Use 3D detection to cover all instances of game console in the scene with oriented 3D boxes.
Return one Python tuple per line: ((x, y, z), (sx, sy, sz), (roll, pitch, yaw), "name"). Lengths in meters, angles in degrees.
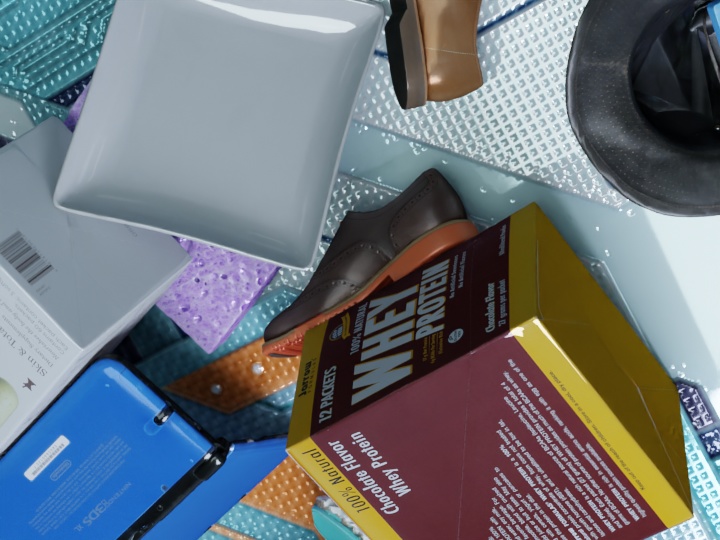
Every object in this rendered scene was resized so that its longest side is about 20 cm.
((-0.174, 0.155, 1.247), (0.171, 0.119, 0.200), (43, 114, -9), "game console")

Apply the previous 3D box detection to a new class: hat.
((0.225, -0.138, 1.062), (0.198, 0.081, 0.203), (0, 105, -2), "hat")

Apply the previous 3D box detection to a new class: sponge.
((-0.153, -0.044, 1.241), (0.200, 0.030, 0.112), (42, 114, 2), "sponge")

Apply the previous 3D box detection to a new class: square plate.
((-0.099, -0.114, 1.159), (0.196, 0.028, 0.202), (14, 79, 10), "square plate")

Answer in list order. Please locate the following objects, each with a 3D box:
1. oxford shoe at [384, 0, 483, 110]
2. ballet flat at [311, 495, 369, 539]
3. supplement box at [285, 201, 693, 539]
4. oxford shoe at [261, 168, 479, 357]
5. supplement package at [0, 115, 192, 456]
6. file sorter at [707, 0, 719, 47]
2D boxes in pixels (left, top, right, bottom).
((0.049, -0.216, 1.114), (0.070, 0.071, 0.203), (-9, 105, -9), "oxford shoe")
((0.050, 0.233, 1.241), (0.200, 0.072, 0.072), (43, 115, 14), "ballet flat")
((0.089, 0.102, 1.118), (0.199, 0.133, 0.198), (-30, 117, 23), "supplement box")
((0.000, 0.000, 1.196), (0.199, 0.071, 0.073), (-33, 68, 25), "oxford shoe")
((-0.261, 0.025, 1.209), (0.152, 0.151, 0.200), (45, 128, 0), "supplement package")
((0.334, -0.127, 0.965), (0.198, 0.123, 0.140), (-23, 104, -1), "file sorter")
